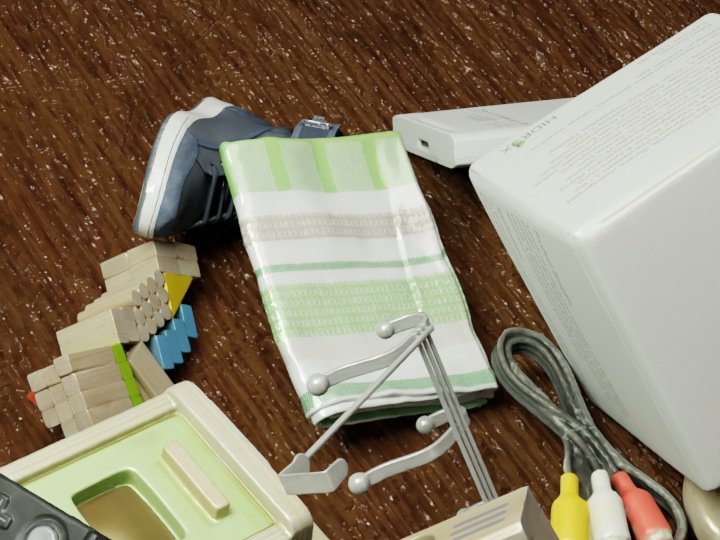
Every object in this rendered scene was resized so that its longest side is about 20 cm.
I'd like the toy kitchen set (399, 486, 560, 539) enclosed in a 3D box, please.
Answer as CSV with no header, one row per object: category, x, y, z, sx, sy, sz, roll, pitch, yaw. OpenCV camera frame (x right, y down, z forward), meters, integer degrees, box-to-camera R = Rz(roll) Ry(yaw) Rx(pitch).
toy kitchen set,-0.008,0.180,1.120,0.180,0.163,0.200,-25,15,19

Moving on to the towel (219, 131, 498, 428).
towel,0.000,0.000,1.479,0.149,0.031,0.200,-4,65,-36

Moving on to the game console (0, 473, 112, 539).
game console,-0.215,0.200,1.158,0.176,0.116,0.200,26,81,28

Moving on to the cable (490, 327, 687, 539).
cable,0.146,0.111,1.433,0.097,0.050,0.200,-5,56,-14

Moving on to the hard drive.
hard drive,0.138,-0.102,1.645,0.200,0.026,0.132,-6,12,-17

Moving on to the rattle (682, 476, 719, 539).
rattle,0.263,0.091,1.433,0.130,0.143,0.200,-5,48,11

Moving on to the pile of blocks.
pile of blocks,-0.156,0.054,1.456,0.062,0.082,0.200,-22,21,29

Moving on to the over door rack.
over door rack,0.014,0.131,1.318,0.067,0.148,0.200,-15,20,26

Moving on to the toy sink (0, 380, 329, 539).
toy sink,-0.104,0.152,1.310,0.200,0.112,0.130,-23,52,-30

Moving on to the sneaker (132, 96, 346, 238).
sneaker,-0.063,-0.056,1.537,0.146,0.077,0.202,19,23,7

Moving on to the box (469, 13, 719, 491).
box,0.214,-0.017,1.411,0.200,0.199,0.171,-33,24,-7
